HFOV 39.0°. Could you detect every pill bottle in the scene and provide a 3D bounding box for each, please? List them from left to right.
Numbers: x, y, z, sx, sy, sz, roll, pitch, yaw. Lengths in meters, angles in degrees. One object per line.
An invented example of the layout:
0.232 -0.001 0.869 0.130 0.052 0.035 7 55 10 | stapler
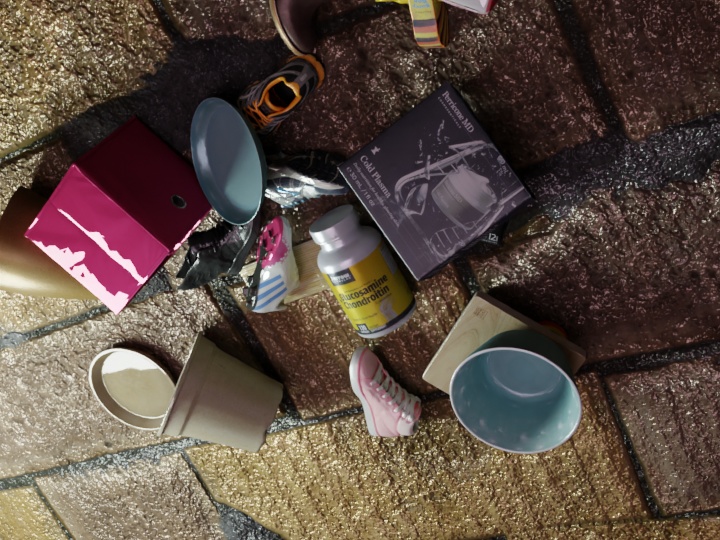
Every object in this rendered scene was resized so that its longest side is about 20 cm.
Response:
0.000 0.000 1.626 0.112 0.112 0.201 -18 113 29 | pill bottle

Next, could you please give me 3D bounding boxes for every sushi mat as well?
-0.111 0.006 1.733 0.199 0.012 0.096 -20 112 30 | sushi mat

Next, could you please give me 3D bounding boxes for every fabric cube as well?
-0.383 -0.092 1.663 0.199 0.196 0.200 42 127 -6 | fabric cube

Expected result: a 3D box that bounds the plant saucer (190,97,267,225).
-0.201 -0.171 1.581 0.200 0.027 0.201 28 127 44 | plant saucer

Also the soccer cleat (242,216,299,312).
-0.134 -0.010 1.686 0.086 0.070 0.201 4 133 -23 | soccer cleat

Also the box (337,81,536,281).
0.110 -0.123 1.433 0.196 0.124 0.200 -37 85 11 | box

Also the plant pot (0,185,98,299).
-0.535 -0.024 1.789 0.199 0.187 0.187 22 127 -9 | plant pot

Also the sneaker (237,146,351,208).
-0.098 -0.141 1.606 0.199 0.078 0.087 13 131 25 | sneaker

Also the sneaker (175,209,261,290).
-0.239 -0.046 1.695 0.104 0.060 0.200 3 135 -26 | sneaker

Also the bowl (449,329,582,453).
0.246 0.171 1.559 0.200 0.105 0.202 10 123 15 | bowl

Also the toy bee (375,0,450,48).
0.075 -0.383 1.357 0.130 0.109 0.201 -18 113 31 | toy bee

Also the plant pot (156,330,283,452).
-0.245 0.236 1.836 0.183 0.201 0.201 23 127 -7 | plant pot

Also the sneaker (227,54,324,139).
-0.142 -0.253 1.542 0.078 0.077 0.200 44 127 -12 | sneaker

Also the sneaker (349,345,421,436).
0.051 0.212 1.763 0.104 0.075 0.201 2 129 25 | sneaker

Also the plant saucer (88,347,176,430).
-0.438 0.228 1.990 0.199 0.030 0.201 10 125 15 | plant saucer

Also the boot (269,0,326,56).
-0.046 -0.401 1.405 0.165 0.072 0.201 2 116 29 | boot

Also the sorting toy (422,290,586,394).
0.235 0.140 1.651 0.198 0.070 0.200 30 126 1 | sorting toy

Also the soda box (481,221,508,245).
0.127 -0.104 1.536 0.199 0.071 0.064 16 126 11 | soda box

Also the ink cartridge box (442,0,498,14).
0.161 -0.421 1.242 0.085 0.200 0.148 19 126 9 | ink cartridge box
